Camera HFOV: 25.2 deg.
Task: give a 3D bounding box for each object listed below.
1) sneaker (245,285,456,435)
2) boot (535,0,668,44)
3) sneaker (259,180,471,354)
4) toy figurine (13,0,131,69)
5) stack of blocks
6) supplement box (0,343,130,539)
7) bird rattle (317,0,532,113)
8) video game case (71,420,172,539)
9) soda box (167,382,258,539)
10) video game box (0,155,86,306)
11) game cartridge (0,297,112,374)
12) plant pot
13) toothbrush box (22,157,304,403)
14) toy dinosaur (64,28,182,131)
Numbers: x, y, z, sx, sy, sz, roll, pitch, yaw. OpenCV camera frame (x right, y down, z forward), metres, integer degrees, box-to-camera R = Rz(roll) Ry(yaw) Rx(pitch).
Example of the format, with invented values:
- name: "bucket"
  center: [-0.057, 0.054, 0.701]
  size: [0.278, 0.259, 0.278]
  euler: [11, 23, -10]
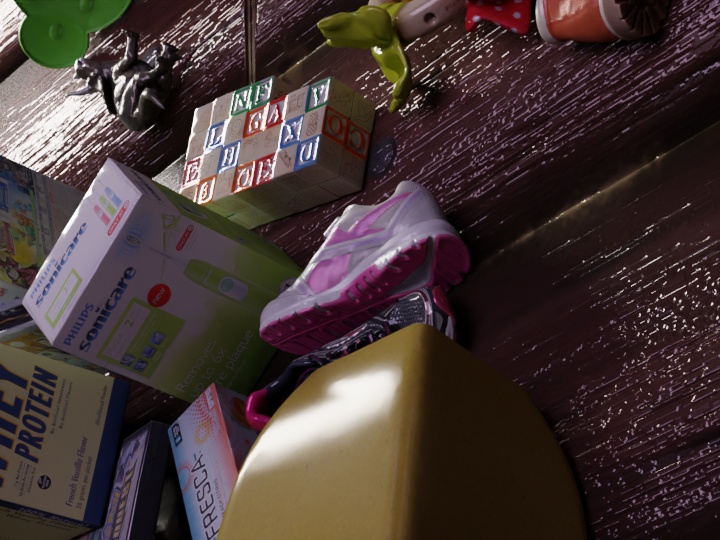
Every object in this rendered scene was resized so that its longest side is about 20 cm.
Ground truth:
- name: "sneaker"
  center: [-0.005, 0.081, 1.251]
  size: [0.200, 0.074, 0.081]
  euler: [-42, 42, 25]
- name: "boot"
  center: [0.186, -0.267, 1.237]
  size: [0.107, 0.075, 0.202]
  euler: [-8, 64, 53]
- name: "sneaker"
  center: [0.000, 0.000, 1.299]
  size: [0.199, 0.081, 0.089]
  euler: [-30, 46, 25]
- name: "toy figurine"
  center: [-0.339, -0.369, 1.909]
  size: [0.185, 0.149, 0.201]
  euler: [-93, 20, -52]
- name: "stack of blocks"
  center: [-0.077, -0.112, 1.466]
  size: [0.199, 0.058, 0.116]
  euler: [-16, 57, 45]
- name: "supplement box"
  center: [-0.343, 0.159, 1.469]
  size: [0.199, 0.198, 0.136]
  euler: [-31, 45, 58]
- name: "bird rattle"
  center: [0.062, -0.239, 1.350]
  size: [0.199, 0.112, 0.164]
  euler: [-36, 28, 27]
- name: "video game case"
  center: [-0.221, 0.248, 1.408]
  size: [0.181, 0.025, 0.202]
  euler: [-35, 43, 58]
- name: "soda box"
  center: [-0.097, 0.190, 1.306]
  size: [0.068, 0.063, 0.201]
  euler: [-45, 40, 23]
- name: "video game box"
  center: [-0.349, -0.033, 1.641]
  size: [0.047, 0.181, 0.201]
  euler: [-43, 41, 24]
- name: "game cartridge"
  center: [-0.272, 0.061, 1.533]
  size: [0.199, 0.133, 0.042]
  euler: [-17, 55, 45]
- name: "plant pot"
  center: [0.030, 0.156, 1.078]
  size: [0.193, 0.195, 0.202]
  euler: [-27, 43, 38]
- name: "toothbrush box"
  center: [-0.160, 0.019, 1.371]
  size: [0.146, 0.199, 0.086]
  euler: [-57, 37, 6]
- name: "toy dinosaur"
  center: [-0.231, -0.189, 1.701]
  size: [0.200, 0.076, 0.103]
  euler: [42, 114, 47]
